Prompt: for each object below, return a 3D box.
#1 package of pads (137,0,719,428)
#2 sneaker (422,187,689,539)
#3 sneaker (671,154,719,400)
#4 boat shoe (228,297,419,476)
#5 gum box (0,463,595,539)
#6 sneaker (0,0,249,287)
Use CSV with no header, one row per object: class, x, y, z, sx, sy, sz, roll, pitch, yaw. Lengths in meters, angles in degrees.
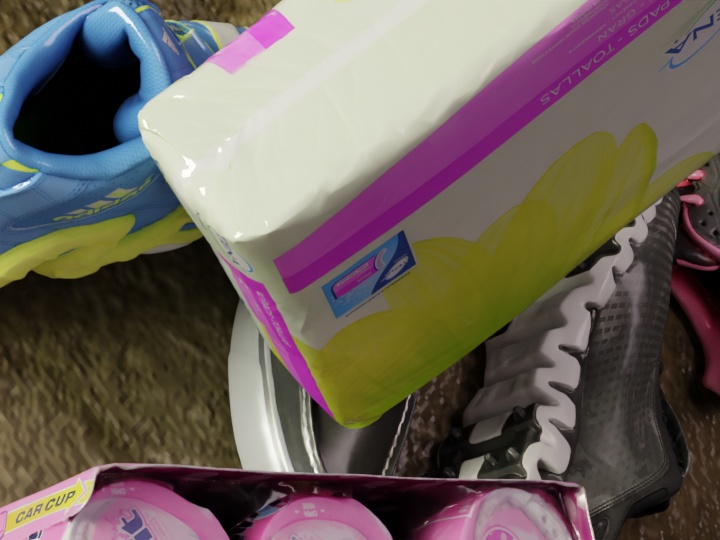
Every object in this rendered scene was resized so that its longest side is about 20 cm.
package of pads,0.043,-0.052,0.648,0.068,0.199,0.155,50,-7,26
sneaker,0.089,0.047,0.807,0.091,0.066,0.201,45,49,-23
sneaker,0.153,-0.033,0.910,0.095,0.079,0.202,-13,79,-35
boat shoe,0.000,0.000,0.744,0.068,0.056,0.202,27,53,-33
gum box,-0.035,0.104,0.616,0.199,0.113,0.067,7,65,-42
sneaker,-0.066,-0.046,0.666,0.200,0.105,0.076,-31,93,-47
